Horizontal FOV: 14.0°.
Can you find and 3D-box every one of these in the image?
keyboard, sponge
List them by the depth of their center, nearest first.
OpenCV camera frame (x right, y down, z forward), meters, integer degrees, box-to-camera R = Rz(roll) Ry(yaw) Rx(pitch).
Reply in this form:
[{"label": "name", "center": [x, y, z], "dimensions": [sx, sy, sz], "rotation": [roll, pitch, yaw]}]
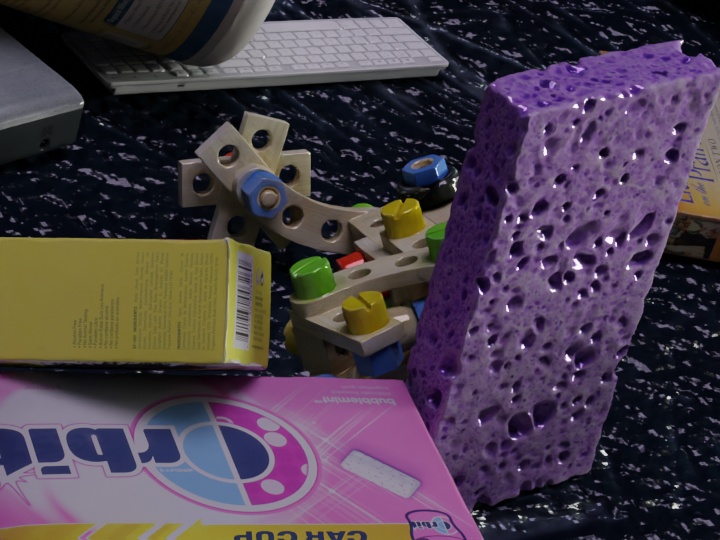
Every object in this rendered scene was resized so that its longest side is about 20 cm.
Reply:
[{"label": "sponge", "center": [0.073, 0.007, 1.182], "dimensions": [0.111, 0.201, 0.030], "rotation": [-14, 41, -41]}, {"label": "keyboard", "center": [-0.051, -0.111, 1.481], "dimensions": [0.199, 0.011, 0.056], "rotation": [-5, 39, -32]}]

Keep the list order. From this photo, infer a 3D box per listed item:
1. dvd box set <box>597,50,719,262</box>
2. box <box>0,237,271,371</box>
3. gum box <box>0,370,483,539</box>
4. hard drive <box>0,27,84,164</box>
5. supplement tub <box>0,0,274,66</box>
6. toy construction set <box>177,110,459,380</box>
[{"label": "dvd box set", "center": [0.221, -0.046, 1.490], "dimensions": [0.199, 0.030, 0.147], "rotation": [9, 34, -14]}, {"label": "box", "center": [-0.138, 0.012, 1.133], "dimensions": [0.199, 0.050, 0.075], "rotation": [2, -4, 13]}, {"label": "gum box", "center": [-0.064, 0.098, 1.103], "dimensions": [0.199, 0.066, 0.114], "rotation": [2, 34, -22]}, {"label": "hard drive", "center": [-0.245, -0.081, 1.324], "dimensions": [0.199, 0.033, 0.139], "rotation": [-20, 47, -43]}, {"label": "supplement tub", "center": [-0.136, -0.191, 1.393], "dimensions": [0.199, 0.145, 0.145], "rotation": [16, 30, -21]}, {"label": "toy construction set", "center": [0.000, 0.000, 1.274], "dimensions": [0.131, 0.093, 0.200], "rotation": [-23, 37, -12]}]
